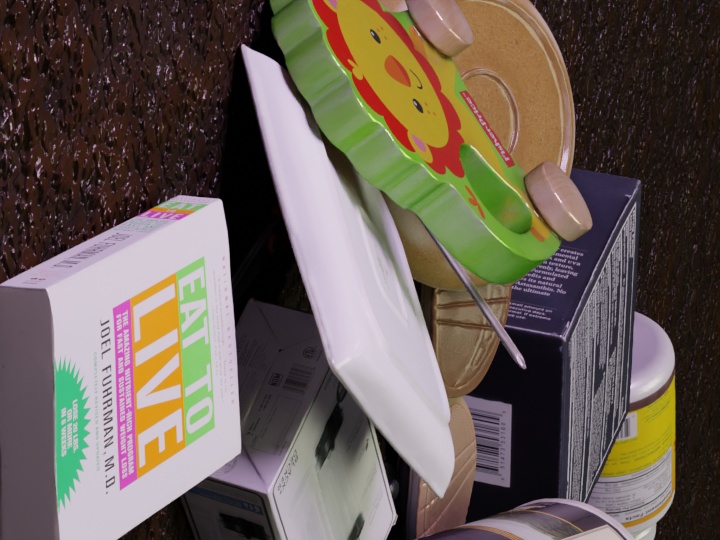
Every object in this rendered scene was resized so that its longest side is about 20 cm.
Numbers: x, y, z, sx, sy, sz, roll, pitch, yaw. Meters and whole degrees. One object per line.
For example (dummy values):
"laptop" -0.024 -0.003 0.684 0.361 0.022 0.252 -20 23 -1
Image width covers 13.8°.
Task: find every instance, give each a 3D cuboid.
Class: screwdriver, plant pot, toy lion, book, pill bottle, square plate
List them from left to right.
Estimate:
"book" -0.115 0.049 1.398 0.200 0.048 0.134 -34 127 -66
"square plate" 0.000 0.000 1.587 0.198 0.028 0.201 52 20 -60
"toy lion" 0.030 -0.079 1.617 0.200 0.069 0.192 57 20 3
"screwdriver" 0.041 -0.026 1.674 0.029 0.200 0.028 -20 156 -46
"plant pot" 0.066 -0.088 1.783 0.199 0.027 0.201 1 88 -43
"pill bottle" 0.196 0.135 2.368 0.109 0.109 0.201 -63 156 -46

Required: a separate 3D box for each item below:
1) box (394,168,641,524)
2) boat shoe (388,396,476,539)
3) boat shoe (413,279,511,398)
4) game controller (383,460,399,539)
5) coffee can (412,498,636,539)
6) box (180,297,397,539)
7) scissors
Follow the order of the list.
"box" 0.105 0.062 1.995 0.199 0.123 0.201 -57 153 -52
"boat shoe" 0.032 0.153 1.905 0.072 0.065 0.201 -45 146 -38
"boat shoe" 0.043 -0.023 1.832 0.072 0.072 0.201 -7 96 -45
"game controller" -0.015 0.215 1.817 0.104 0.042 0.201 -7 105 -73
"coffee can" 0.078 0.225 1.805 0.200 0.146 0.147 -8 107 -58
"box" -0.039 0.122 1.636 0.200 0.060 0.117 75 34 -54
"scissors" -0.048 -0.027 1.634 0.200 0.014 0.074 -37 135 -66
